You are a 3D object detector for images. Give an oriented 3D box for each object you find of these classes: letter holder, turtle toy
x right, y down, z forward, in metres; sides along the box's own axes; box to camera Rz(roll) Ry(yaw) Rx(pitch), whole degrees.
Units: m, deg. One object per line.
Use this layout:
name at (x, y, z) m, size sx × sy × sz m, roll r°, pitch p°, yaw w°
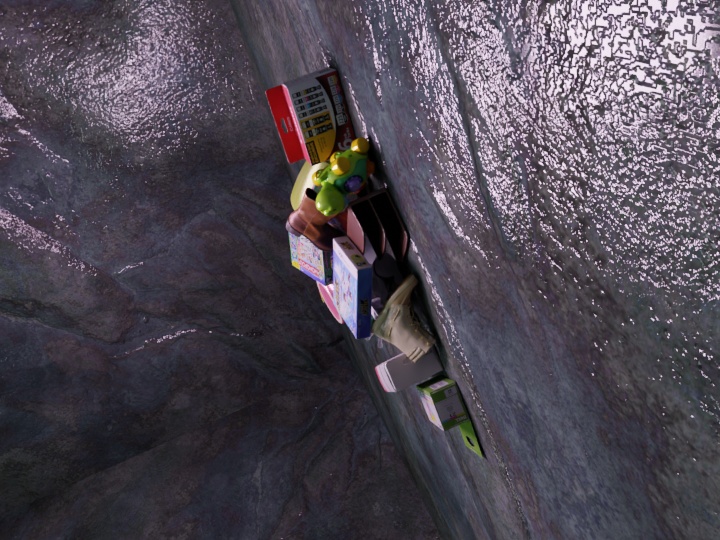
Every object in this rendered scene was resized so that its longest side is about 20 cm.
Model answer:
letter holder at (0.041, -0.083, 1.363) m, size 0.200 × 0.100 × 0.143 m, roll 96°, pitch 149°, yaw -72°
turtle toy at (-0.042, -0.216, 1.316) m, size 0.101 × 0.200 × 0.145 m, roll 49°, pitch 153°, yaw -16°

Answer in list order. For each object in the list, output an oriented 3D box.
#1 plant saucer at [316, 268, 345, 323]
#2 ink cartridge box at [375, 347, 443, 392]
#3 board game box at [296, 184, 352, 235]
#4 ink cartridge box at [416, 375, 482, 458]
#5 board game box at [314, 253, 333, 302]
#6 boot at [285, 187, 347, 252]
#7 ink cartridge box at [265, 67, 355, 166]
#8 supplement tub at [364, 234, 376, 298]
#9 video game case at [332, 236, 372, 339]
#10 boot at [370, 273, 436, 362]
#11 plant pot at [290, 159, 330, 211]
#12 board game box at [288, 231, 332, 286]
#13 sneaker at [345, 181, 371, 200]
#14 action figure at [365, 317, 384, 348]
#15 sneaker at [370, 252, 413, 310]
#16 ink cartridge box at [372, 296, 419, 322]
plant saucer at (-0.075, 0.082, 1.686) m, size 0.201 × 0.050 × 0.201 m, roll 55°, pitch 165°, yaw 22°
ink cartridge box at (0.127, 0.266, 1.519) m, size 0.200 × 0.145 × 0.084 m, roll 111°, pitch 135°, yaw -78°
board game box at (-0.088, -0.152, 1.514) m, size 0.152 × 0.041 × 0.200 m, roll 26°, pitch 158°, yaw -12°
ink cartridge box at (0.226, 0.382, 1.427) m, size 0.148 × 0.075 × 0.202 m, roll 149°, pitch 101°, yaw -81°
board game box at (-0.062, -0.010, 1.838) m, size 0.057 × 0.198 × 0.167 m, roll -134°, pitch 22°, yaw -79°
boot at (-0.083, -0.131, 1.441) m, size 0.187 × 0.069 × 0.200 m, roll 29°, pitch 150°, yaw -13°
ink cartridge box at (-0.121, -0.375, 1.391) m, size 0.084 × 0.174 × 0.202 m, roll -127°, pitch 17°, yaw -60°
supplement tub at (0.000, 0.000, 1.661) m, size 0.201 × 0.143 × 0.146 m, roll 80°, pitch 165°, yaw -55°
video game case at (-0.023, 0.042, 1.427) m, size 0.182 × 0.045 × 0.202 m, roll -127°, pitch 33°, yaw -55°
boot at (0.128, 0.121, 1.373) m, size 0.155 × 0.201 × 0.073 m, roll 36°, pitch -150°, yaw 9°
plant pot at (-0.098, -0.264, 1.603) m, size 0.188 × 0.185 × 0.201 m, roll 63°, pitch 154°, yaw 27°
board game box at (-0.149, -0.051, 1.636) m, size 0.199 × 0.029 × 0.136 m, roll 28°, pitch 128°, yaw 50°
sneaker at (-0.003, -0.182, 1.499) m, size 0.087 × 0.074 × 0.201 m, roll 46°, pitch 163°, yaw 37°
action figure at (0.082, 0.160, 1.600) m, size 0.117 × 0.200 × 0.055 m, roll 31°, pitch 115°, yaw 16°
sneaker at (0.067, 0.062, 1.496) m, size 0.115 × 0.075 × 0.202 m, roll -31°, pitch 76°, yaw 50°
ink cartridge box at (0.084, 0.111, 1.561) m, size 0.200 × 0.098 × 0.040 m, roll -129°, pitch 25°, yaw -58°
